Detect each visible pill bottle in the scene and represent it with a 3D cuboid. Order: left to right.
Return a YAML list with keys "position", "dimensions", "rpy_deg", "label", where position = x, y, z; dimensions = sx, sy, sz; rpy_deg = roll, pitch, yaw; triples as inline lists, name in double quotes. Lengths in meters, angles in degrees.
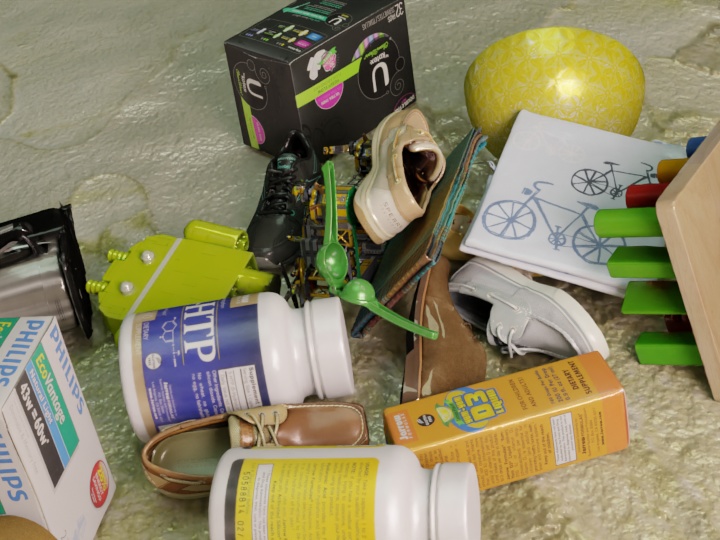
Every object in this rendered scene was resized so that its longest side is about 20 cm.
- position: [-0.110, 0.084, 1.223]
  dimensions: [0.198, 0.121, 0.120]
  rpy_deg: [-9, 34, 1]
  label: "pill bottle"
- position: [-0.010, 0.192, 1.046]
  dimensions: [0.198, 0.112, 0.112]
  rpy_deg: [-3, 35, 13]
  label: "pill bottle"

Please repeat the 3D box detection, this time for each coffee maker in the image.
- position: [-0.390, 0.019, 1.408]
  dimensions: [0.198, 0.136, 0.192]
  rpy_deg: [-14, 11, -6]
  label: "coffee maker"

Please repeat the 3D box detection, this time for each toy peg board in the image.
- position: [0.303, -0.023, 1.209]
  dimensions: [0.097, 0.201, 0.199]
  rpy_deg: [0, 33, 40]
  label: "toy peg board"

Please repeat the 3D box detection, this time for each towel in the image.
- position: [0.058, -0.036, 1.305]
  dimensions: [0.022, 0.147, 0.201]
  rpy_deg: [33, 45, -9]
  label: "towel"

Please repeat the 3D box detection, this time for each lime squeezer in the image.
- position: [0.000, 0.000, 1.237]
  dimensions: [0.070, 0.038, 0.201]
  rpy_deg: [-37, 67, 14]
  label: "lime squeezer"

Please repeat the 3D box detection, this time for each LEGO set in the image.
- position: [-0.035, -0.051, 1.372]
  dimensions: [0.115, 0.155, 0.200]
  rpy_deg: [3, 33, 19]
  label: "LEGO set"

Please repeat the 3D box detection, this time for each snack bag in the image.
- position: [0.212, -0.070, 1.312]
  dimensions: [0.187, 0.021, 0.201]
  rpy_deg: [15, 54, 12]
  label: "snack bag"

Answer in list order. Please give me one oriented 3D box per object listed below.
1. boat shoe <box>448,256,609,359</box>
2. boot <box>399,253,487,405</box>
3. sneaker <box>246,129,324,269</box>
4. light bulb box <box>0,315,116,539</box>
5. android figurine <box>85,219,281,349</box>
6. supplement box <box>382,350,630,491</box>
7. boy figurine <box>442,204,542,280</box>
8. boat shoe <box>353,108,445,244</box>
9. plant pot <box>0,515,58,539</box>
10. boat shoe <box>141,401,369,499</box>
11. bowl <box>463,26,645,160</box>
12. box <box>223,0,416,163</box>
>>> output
- position: [0.147, 0.049, 1.257]
  dimensions: [0.071, 0.070, 0.200]
  rpy_deg: [-36, 36, -16]
  label: "boat shoe"
- position: [0.078, 0.065, 1.242]
  dimensions: [0.075, 0.074, 0.201]
  rpy_deg: [5, 50, 2]
  label: "boot"
- position: [-0.090, -0.078, 1.487]
  dimensions: [0.075, 0.080, 0.201]
  rpy_deg: [0, 38, 14]
  label: "sneaker"
- position: [-0.335, 0.153, 1.114]
  dimensions: [0.198, 0.200, 0.125]
  rpy_deg: [-3, 34, 13]
  label: "light bulb box"
- position: [-0.187, 0.020, 1.382]
  dimensions: [0.198, 0.041, 0.183]
  rpy_deg: [14, 51, 22]
  label: "android figurine"
- position: [0.122, 0.134, 1.134]
  dimensions: [0.198, 0.069, 0.067]
  rpy_deg: [-17, 32, -5]
  label: "supplement box"
- position: [0.164, -0.032, 1.364]
  dimensions: [0.198, 0.065, 0.125]
  rpy_deg: [10, 42, 23]
  label: "boy figurine"
- position: [0.050, -0.101, 1.316]
  dimensions: [0.069, 0.074, 0.201]
  rpy_deg: [-22, 30, 27]
  label: "boat shoe"
- position: [-0.296, 0.269, 0.978]
  dimensions: [0.185, 0.188, 0.200]
  rpy_deg: [3, 23, 19]
  label: "plant pot"
- position: [-0.092, 0.152, 1.140]
  dimensions: [0.198, 0.074, 0.076]
  rpy_deg: [-14, 69, 5]
  label: "boat shoe"
- position: [0.209, -0.156, 1.443]
  dimensions: [0.198, 0.201, 0.109]
  rpy_deg: [-3, 58, 11]
  label: "bowl"
- position: [-0.046, -0.243, 1.647]
  dimensions: [0.124, 0.150, 0.200]
  rpy_deg: [23, 47, 38]
  label: "box"
